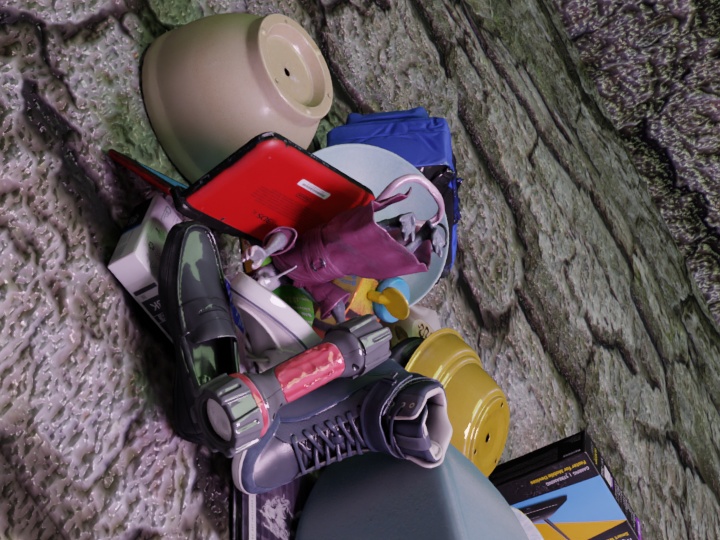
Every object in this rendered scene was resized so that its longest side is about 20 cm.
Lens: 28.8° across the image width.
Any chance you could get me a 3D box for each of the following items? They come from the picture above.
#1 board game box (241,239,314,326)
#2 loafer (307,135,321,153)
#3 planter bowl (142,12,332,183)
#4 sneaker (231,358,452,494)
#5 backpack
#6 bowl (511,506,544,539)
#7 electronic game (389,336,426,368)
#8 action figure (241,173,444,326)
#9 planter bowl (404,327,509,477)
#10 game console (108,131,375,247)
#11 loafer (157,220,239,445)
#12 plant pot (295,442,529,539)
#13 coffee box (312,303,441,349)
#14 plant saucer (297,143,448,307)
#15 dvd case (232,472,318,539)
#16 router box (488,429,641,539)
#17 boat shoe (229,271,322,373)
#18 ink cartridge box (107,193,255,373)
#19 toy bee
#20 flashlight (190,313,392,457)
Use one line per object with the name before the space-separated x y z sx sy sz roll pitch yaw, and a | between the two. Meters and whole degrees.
board game box | -0.082 0.043 1.503 0.095 0.030 0.202 32 38 -51
loafer | -0.098 -0.178 1.629 0.202 0.071 0.063 66 28 -8
planter bowl | -0.115 -0.191 1.489 0.200 0.134 0.202 35 42 -40
sneaker | -0.009 0.152 1.280 0.201 0.146 0.078 -35 124 -26
backpack | 0.045 -0.083 1.682 0.169 0.160 0.202 -84 169 -49
bowl | 0.151 0.379 1.578 0.200 0.107 0.202 45 31 -37
electronic game | 0.041 0.171 1.519 0.200 0.041 0.202 -36 133 -50
action figure | -0.030 -0.025 1.344 0.134 0.198 0.150 55 31 -34
planter bowl | 0.105 0.170 1.504 0.200 0.083 0.203 -36 134 -49
game console | -0.112 -0.091 1.364 0.199 0.172 0.120 25 35 -56
loafer | -0.137 0.055 1.258 0.068 0.070 0.203 -2 85 -41
plant pot | 0.053 0.266 1.350 0.196 0.194 0.202 43 28 -42
coffee box | 0.026 0.096 1.614 0.199 0.079 0.114 21 49 -58
plant saucer | -0.003 -0.039 1.532 0.039 0.199 0.203 123 -48 -66
dvd case | -0.061 0.258 1.360 0.200 0.016 0.150 42 34 -44
router box | 0.215 0.293 1.677 0.150 0.198 0.051 56 23 -19
boat shoe | -0.078 0.075 1.328 0.072 0.066 0.200 33 -13 33
ink cartridge box | -0.157 0.032 1.342 0.201 0.039 0.100 53 27 -25
toy bee | 0.000 0.000 1.438 0.109 0.129 0.202 56 39 -44
flashlight | -0.054 0.094 1.233 0.199 0.069 0.068 -25 50 -37
